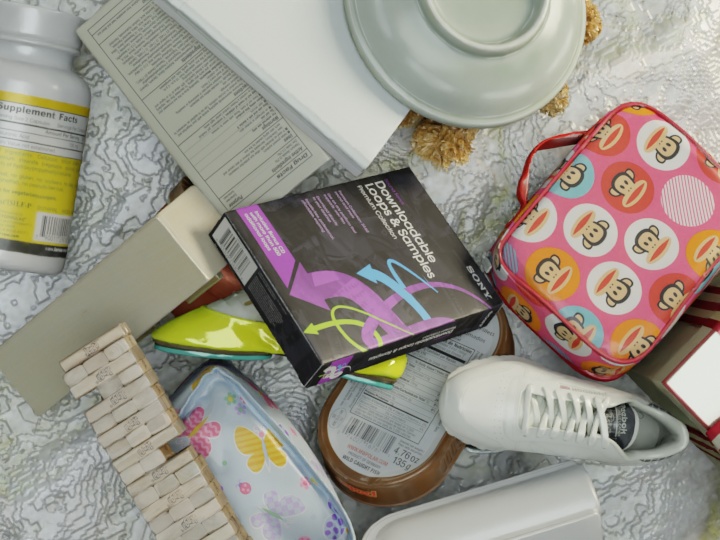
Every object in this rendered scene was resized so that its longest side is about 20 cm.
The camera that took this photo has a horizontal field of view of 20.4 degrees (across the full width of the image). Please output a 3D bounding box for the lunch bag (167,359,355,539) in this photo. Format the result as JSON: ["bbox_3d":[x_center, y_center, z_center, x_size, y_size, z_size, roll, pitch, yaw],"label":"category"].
[{"bbox_3d":[-0.085,0.176,1.545,0.127,0.170,0.200,-43,94,-2],"label":"lunch bag"}]

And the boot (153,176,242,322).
[{"bbox_3d":[-0.095,0.025,1.599,0.200,0.075,0.107,38,108,-11],"label":"boot"}]

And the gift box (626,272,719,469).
[{"bbox_3d":[0.344,0.086,1.573,0.200,0.187,0.185,40,88,-4],"label":"gift box"}]

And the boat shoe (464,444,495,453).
[{"bbox_3d":[0.093,0.109,1.614,0.198,0.060,0.076,-3,92,-5],"label":"boat shoe"}]

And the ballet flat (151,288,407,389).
[{"bbox_3d":[-0.059,0.043,1.534,0.198,0.067,0.068,10,94,-10],"label":"ballet flat"}]

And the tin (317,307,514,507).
[{"bbox_3d":[0.045,0.093,1.577,0.111,0.042,0.201,25,66,19],"label":"tin"}]

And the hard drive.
[{"bbox_3d":[-0.040,-0.184,1.507,0.200,0.026,0.132,40,65,-8],"label":"hard drive"}]

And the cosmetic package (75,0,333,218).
[{"bbox_3d":[-0.114,-0.140,1.542,0.103,0.073,0.200,-36,94,13],"label":"cosmetic package"}]

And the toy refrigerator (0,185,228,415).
[{"bbox_3d":[-0.186,0.026,1.535,0.200,0.076,0.070,-38,95,27],"label":"toy refrigerator"}]

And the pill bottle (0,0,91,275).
[{"bbox_3d":[-0.269,-0.103,1.551,0.110,0.111,0.202,10,90,-5],"label":"pill bottle"}]

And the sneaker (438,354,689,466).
[{"bbox_3d":[0.156,0.110,1.537,0.199,0.080,0.077,8,89,-23],"label":"sneaker"}]

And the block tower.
[{"bbox_3d":[-0.144,0.138,1.434,0.058,0.054,0.201,-31,91,2],"label":"block tower"}]

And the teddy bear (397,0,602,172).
[{"bbox_3d":[0.100,-0.169,1.589,0.199,0.067,0.146,-28,57,3],"label":"teddy bear"}]

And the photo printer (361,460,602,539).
[{"bbox_3d":[0.094,0.242,1.577,0.199,0.070,0.167,-16,136,-5],"label":"photo printer"}]

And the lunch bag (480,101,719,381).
[{"bbox_3d":[0.197,-0.032,1.585,0.176,0.082,0.200,42,73,6],"label":"lunch bag"}]

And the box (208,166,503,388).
[{"bbox_3d":[0.000,0.000,1.523,0.199,0.036,0.143,-16,64,-43],"label":"box"}]

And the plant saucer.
[{"bbox_3d":[0.087,-0.210,1.516,0.199,0.050,0.202,4,78,-18],"label":"plant saucer"}]
